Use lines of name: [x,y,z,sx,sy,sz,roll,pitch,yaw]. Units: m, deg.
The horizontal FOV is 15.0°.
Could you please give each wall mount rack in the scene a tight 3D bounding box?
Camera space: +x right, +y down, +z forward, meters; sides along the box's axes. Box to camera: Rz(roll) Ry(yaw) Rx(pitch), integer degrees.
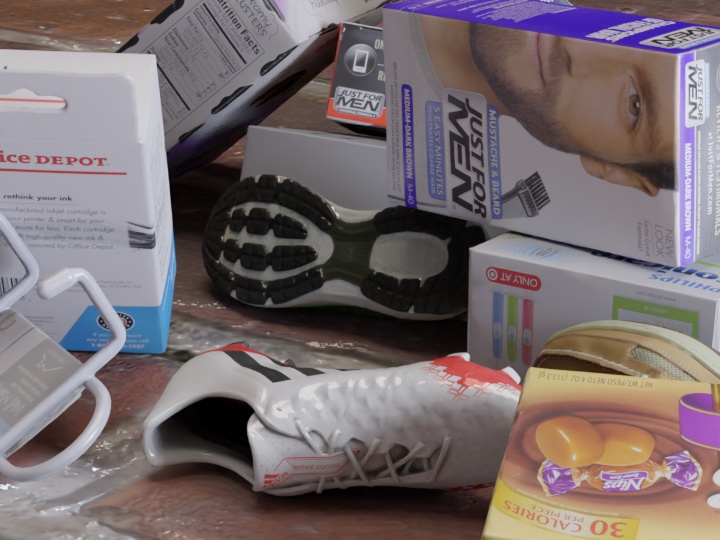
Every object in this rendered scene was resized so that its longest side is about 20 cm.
wall mount rack: [-0.211,0.052,1.320,0.174,0.075,0.200,-40,30,-13]

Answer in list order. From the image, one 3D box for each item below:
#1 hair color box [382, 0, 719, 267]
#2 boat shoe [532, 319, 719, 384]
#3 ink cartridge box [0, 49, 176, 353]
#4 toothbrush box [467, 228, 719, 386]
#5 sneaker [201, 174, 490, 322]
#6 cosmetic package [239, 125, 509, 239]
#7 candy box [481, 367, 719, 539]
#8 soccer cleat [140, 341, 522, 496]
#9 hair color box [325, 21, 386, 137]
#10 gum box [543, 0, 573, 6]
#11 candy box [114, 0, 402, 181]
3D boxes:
hair color box: [0.102,-0.076,1.392,0.200,0.109,0.065,13,22,42]
boat shoe: [0.147,0.077,1.266,0.200,0.072,0.076,18,36,42]
ink cartridge box: [-0.159,-0.049,1.405,0.116,0.200,0.068,2,47,3]
toothbrush box: [0.168,0.016,1.423,0.146,0.086,0.200,13,22,33]
sneaker: [0.000,0.000,1.529,0.200,0.077,0.089,12,-10,34]
cosmetic package: [0.052,-0.046,1.604,0.200,0.052,0.151,10,7,26]
candy box: [0.159,0.104,1.149,0.200,0.056,0.117,4,37,13]
soccer cleat: [-0.009,0.076,1.267,0.200,0.069,0.085,7,27,28]
hair color box: [0.040,-0.109,1.685,0.101,0.061,0.200,10,0,5]
gum box: [0.120,-0.126,1.621,0.170,0.045,0.200,44,3,8]
candy box: [-0.085,-0.130,1.698,0.200,0.072,0.168,-37,-3,30]
